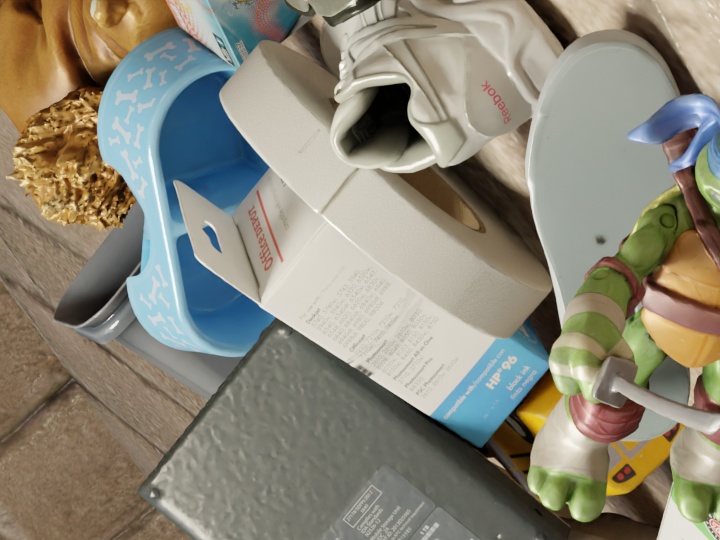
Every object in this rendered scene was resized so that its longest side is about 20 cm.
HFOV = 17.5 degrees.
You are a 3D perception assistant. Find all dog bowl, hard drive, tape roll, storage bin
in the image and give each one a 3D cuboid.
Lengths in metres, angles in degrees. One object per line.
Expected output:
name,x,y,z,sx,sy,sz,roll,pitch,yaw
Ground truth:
dog bowl,-0.082,-0.040,1.345,0.050,0.111,0.200,28,132,54
hard drive,-0.005,0.132,1.290,0.200,0.140,0.033,39,-166,1
tape roll,0.014,-0.043,1.216,0.203,0.037,0.203,39,-169,-9
storage bin,-0.077,-0.006,1.467,0.134,0.200,0.146,40,170,-16

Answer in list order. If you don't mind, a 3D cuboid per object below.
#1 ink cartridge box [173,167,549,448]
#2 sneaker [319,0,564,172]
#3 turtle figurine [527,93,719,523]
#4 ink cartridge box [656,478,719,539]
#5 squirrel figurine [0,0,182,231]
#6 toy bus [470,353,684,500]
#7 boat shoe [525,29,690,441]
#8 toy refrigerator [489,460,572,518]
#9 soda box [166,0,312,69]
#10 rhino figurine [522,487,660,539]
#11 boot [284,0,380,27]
ink cartridge box,0.000,0.000,1.284,0.200,0.068,0.116,34,-166,-24
sneaker,0.015,-0.093,1.115,0.078,0.099,0.200,55,166,-20
turtle figurine,0.143,0.052,0.939,0.200,0.144,0.194,50,148,25
ink cartridge box,0.217,0.159,1.116,0.146,0.084,0.200,45,156,23
squirrel figurine,-0.145,-0.120,1.406,0.141,0.200,0.187,10,167,-29
toy bus,0.117,0.089,1.355,0.078,0.065,0.200,48,167,-2
boat shoe,0.113,-0.028,1.047,0.091,0.071,0.200,-82,-13,-59
toy refrigerator,0.104,0.175,1.442,0.200,0.070,0.076,30,-175,-15
soda box,-0.090,-0.202,1.236,0.068,0.064,0.200,39,163,40
rhino figurine,0.147,0.169,1.333,0.200,0.060,0.087,17,162,12
boot,-0.020,-0.175,1.065,0.131,0.068,0.200,60,173,-14
